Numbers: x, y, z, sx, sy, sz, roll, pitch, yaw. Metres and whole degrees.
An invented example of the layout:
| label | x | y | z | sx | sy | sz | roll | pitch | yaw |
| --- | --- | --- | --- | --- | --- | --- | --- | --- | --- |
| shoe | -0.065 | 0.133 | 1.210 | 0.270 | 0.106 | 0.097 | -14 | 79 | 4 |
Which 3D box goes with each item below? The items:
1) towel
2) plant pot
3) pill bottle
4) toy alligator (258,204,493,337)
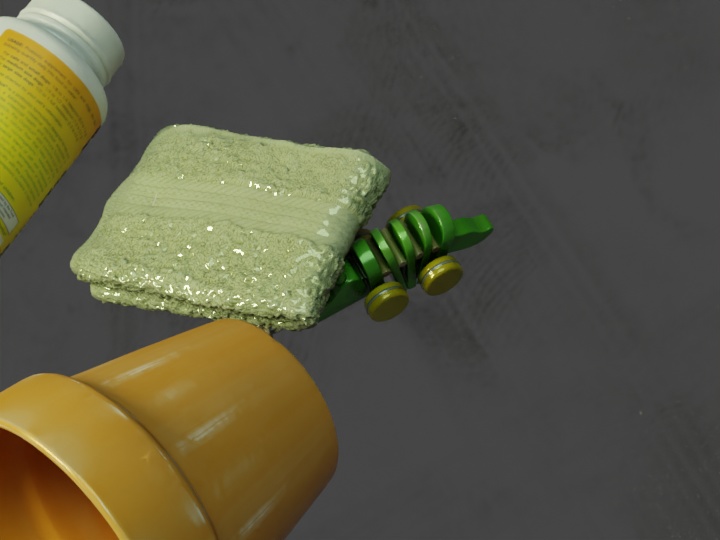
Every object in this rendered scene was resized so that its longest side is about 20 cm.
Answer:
| label | x | y | z | sx | sy | sz | roll | pitch | yaw |
| --- | --- | --- | --- | --- | --- | --- | --- | --- | --- |
| towel | -0.089 | -0.032 | 1.445 | 0.199 | 0.037 | 0.149 | 11 | 60 | 30 |
| plant pot | -0.119 | 0.127 | 1.303 | 0.200 | 0.201 | 0.183 | 38 | 53 | 23 |
| pill bottle | -0.249 | -0.097 | 1.479 | 0.109 | 0.109 | 0.200 | 26 | 64 | 18 |
| toy alligator | 0.000 | 0.000 | 1.437 | 0.199 | 0.054 | 0.059 | -25 | 60 | -11 |
